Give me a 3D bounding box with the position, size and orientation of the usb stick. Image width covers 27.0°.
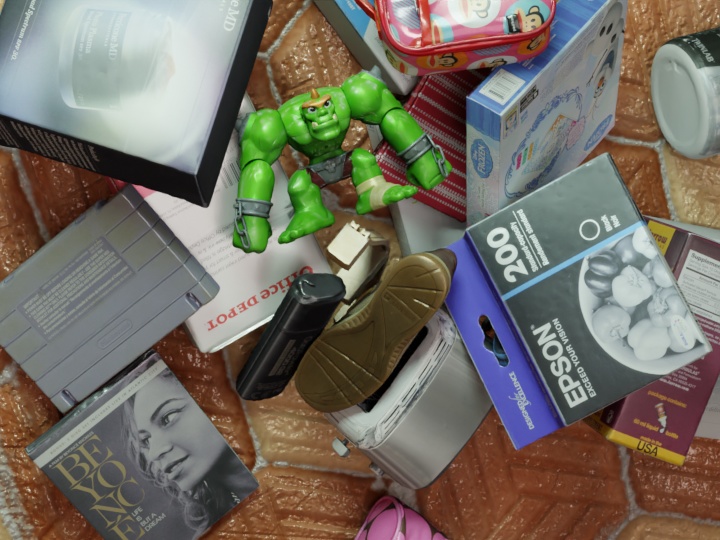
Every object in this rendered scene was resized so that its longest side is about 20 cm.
[{"bbox_3d":[-0.067,0.063,1.378,0.055,0.201,0.033,-8,62,-27],"label":"usb stick"}]

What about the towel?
[{"bbox_3d":[0.102,-0.153,1.394,0.144,0.022,0.201,23,103,-40],"label":"towel"}]

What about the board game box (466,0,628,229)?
[{"bbox_3d":[0.171,-0.147,1.381,0.200,0.043,0.200,-46,152,-25],"label":"board game box"}]

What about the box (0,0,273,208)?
[{"bbox_3d":[-0.193,-0.185,1.249,0.196,0.123,0.203,16,79,0],"label":"box"}]

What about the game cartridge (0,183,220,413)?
[{"bbox_3d":[-0.237,0.025,1.334,0.199,0.038,0.130,-36,99,22],"label":"game cartridge"}]

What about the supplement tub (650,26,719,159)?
[{"bbox_3d":[0.402,-0.191,1.498,0.197,0.122,0.124,-14,106,-14],"label":"supplement tub"}]

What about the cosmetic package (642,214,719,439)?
[{"bbox_3d":[0.294,0.051,1.515,0.197,0.123,0.203,9,97,-19],"label":"cosmetic package"}]

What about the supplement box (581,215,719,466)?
[{"bbox_3d":[0.279,0.063,1.388,0.085,0.110,0.202,20,94,-17],"label":"supplement box"}]

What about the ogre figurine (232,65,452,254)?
[{"bbox_3d":[-0.031,-0.100,1.315,0.198,0.098,0.121,-20,93,11],"label":"ogre figurine"}]

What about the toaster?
[{"bbox_3d":[0.054,0.104,1.432,0.201,0.114,0.129,-52,139,3],"label":"toaster"}]

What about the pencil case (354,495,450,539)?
[{"bbox_3d":[0.082,0.317,1.517,0.199,0.094,0.091,36,89,-22],"label":"pencil case"}]

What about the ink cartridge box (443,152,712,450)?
[{"bbox_3d":[0.178,0.029,1.327,0.198,0.043,0.200,-29,80,13],"label":"ink cartridge box"}]

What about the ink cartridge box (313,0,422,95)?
[{"bbox_3d":[0.061,-0.285,1.387,0.200,0.085,0.145,-42,110,-7],"label":"ink cartridge box"}]

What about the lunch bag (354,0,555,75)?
[{"bbox_3d":[0.070,-0.271,1.280,0.174,0.082,0.203,-8,77,2],"label":"lunch bag"}]

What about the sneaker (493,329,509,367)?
[{"bbox_3d":[0.169,0.005,1.420,0.078,0.065,0.202,40,59,-49],"label":"sneaker"}]

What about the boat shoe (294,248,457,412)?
[{"bbox_3d":[0.018,0.051,1.361,0.072,0.072,0.200,42,118,4],"label":"boat shoe"}]

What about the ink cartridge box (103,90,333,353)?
[{"bbox_3d":[-0.134,-0.049,1.374,0.145,0.083,0.202,-29,108,-10],"label":"ink cartridge box"}]

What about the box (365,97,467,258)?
[{"bbox_3d":[0.097,-0.081,1.468,0.143,0.036,0.202,-21,109,-13],"label":"box"}]

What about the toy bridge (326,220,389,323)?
[{"bbox_3d":[0.000,0.000,1.387,0.027,0.200,0.067,35,73,13],"label":"toy bridge"}]

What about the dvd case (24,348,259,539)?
[{"bbox_3d":[-0.201,0.187,1.411,0.148,0.016,0.201,-38,125,-7],"label":"dvd case"}]
